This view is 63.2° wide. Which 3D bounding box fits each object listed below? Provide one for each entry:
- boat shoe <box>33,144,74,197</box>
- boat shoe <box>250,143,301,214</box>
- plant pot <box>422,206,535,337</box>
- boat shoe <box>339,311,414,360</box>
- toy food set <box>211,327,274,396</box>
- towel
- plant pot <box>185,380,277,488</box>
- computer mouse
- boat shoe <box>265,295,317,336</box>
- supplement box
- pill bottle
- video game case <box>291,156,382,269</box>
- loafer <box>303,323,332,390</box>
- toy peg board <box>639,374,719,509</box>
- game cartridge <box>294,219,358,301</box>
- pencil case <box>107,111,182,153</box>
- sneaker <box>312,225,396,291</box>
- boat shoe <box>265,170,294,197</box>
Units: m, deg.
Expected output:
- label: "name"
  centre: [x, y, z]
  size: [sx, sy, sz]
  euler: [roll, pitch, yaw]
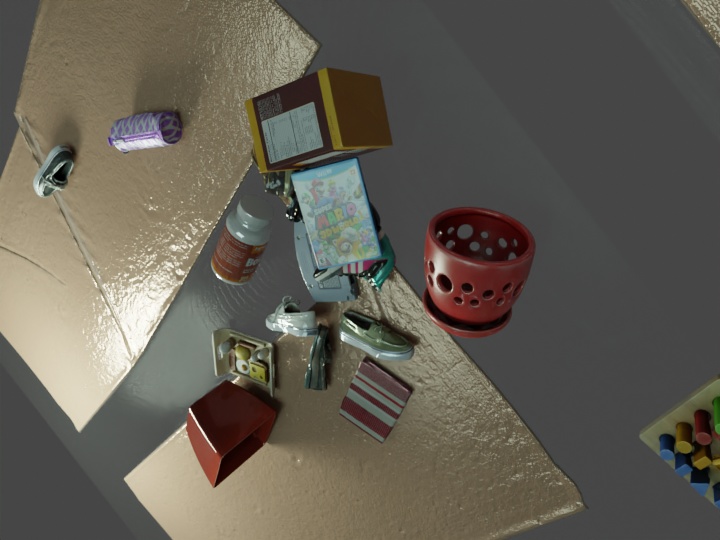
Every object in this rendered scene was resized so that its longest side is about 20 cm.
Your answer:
- label: "boat shoe"
  centre: [-0.869, -0.265, 1.674]
  size: [0.199, 0.073, 0.069]
  euler: [-41, 75, 27]
- label: "boat shoe"
  centre: [-0.177, -0.205, 1.302]
  size: [0.073, 0.075, 0.203]
  euler: [-32, 86, 41]
- label: "plant pot"
  centre: [0.213, 0.008, 1.091]
  size: [0.196, 0.201, 0.187]
  euler: [17, 127, 22]
- label: "boat shoe"
  centre: [0.032, 0.149, 1.334]
  size: [0.196, 0.072, 0.064]
  euler: [15, 121, 27]
- label: "toy food set"
  centre: [-0.316, 0.251, 1.590]
  size: [0.195, 0.060, 0.147]
  euler: [15, 118, 25]
- label: "towel"
  centre: [0.033, 0.323, 1.443]
  size: [0.142, 0.023, 0.203]
  euler: [32, 125, 12]
- label: "plant pot"
  centre: [-0.371, 0.430, 1.614]
  size: [0.176, 0.199, 0.202]
  euler: [42, 137, 17]
- label: "computer mouse"
  centre: [-0.049, -0.138, 1.234]
  size: [0.195, 0.054, 0.140]
  euler: [19, 132, -10]
- label: "boat shoe"
  centre: [-0.169, 0.103, 1.417]
  size: [0.200, 0.073, 0.089]
  euler: [6, 96, 56]
- label: "supplement box"
  centre: [-0.076, -0.279, 1.114]
  size: [0.196, 0.196, 0.137]
  euler: [-9, 96, 32]
- label: "pill bottle"
  centre: [-0.276, -0.073, 1.388]
  size: [0.111, 0.112, 0.202]
  euler: [38, 126, 9]
- label: "video game case"
  centre: [-0.046, -0.110, 1.168]
  size: [0.139, 0.018, 0.205]
  euler: [-10, 109, 16]
- label: "loafer"
  centre: [-0.095, 0.217, 1.450]
  size: [0.061, 0.073, 0.204]
  euler: [15, 125, 1]
- label: "toy peg board"
  centre: [0.642, 0.333, 1.043]
  size: [0.199, 0.098, 0.201]
  euler: [41, 126, 8]
- label: "game cartridge"
  centre: [-0.084, -0.027, 1.344]
  size: [0.130, 0.041, 0.205]
  euler: [0, 111, 35]
- label: "pencil case"
  centre: [-0.529, -0.340, 1.434]
  size: [0.195, 0.085, 0.086]
  euler: [-2, 113, 30]
- label: "sneaker"
  centre: [0.000, 0.000, 1.263]
  size: [0.197, 0.084, 0.121]
  euler: [-29, 110, 29]
- label: "boat shoe"
  centre: [-0.176, -0.253, 1.223]
  size: [0.075, 0.071, 0.206]
  euler: [122, 145, -70]
